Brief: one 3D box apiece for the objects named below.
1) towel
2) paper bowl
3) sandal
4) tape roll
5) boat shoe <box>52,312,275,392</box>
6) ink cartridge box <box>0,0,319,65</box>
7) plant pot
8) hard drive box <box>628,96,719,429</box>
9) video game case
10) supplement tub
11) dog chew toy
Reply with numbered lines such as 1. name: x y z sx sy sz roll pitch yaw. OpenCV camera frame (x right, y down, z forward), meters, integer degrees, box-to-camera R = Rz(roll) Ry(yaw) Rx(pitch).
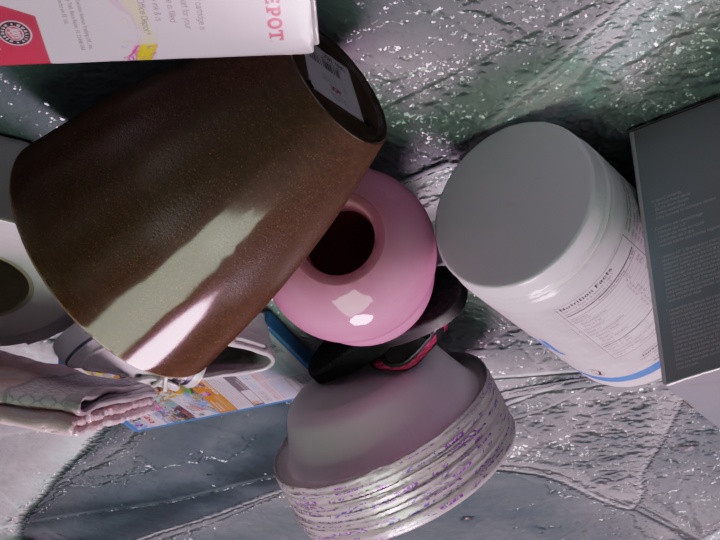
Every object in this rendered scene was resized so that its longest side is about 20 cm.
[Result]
1. towel: -0.268 0.084 1.290 0.190 0.032 0.200 11 -178 10
2. paper bowl: 0.020 0.130 1.425 0.200 0.201 0.105 -18 108 26
3. sandal: 0.031 0.052 1.381 0.045 0.075 0.200 42 143 -14
4. tape roll: -0.287 -0.018 1.240 0.202 0.071 0.203 -2 150 -1
5. boat shoe: -0.143 0.059 1.325 0.200 0.065 0.074 -8 151 -44
6. ink cartridge box: -0.126 -0.187 0.935 0.199 0.086 0.148 -3 150 -1
7. plant pot: -0.088 -0.063 1.094 0.200 0.187 0.187 -37 138 24
8. hard drive box: 0.264 0.006 1.192 0.077 0.201 0.156 -20 146 29
9. video game case: -0.142 0.091 1.498 0.199 0.018 0.143 -13 150 17
10. supplement tub: 0.157 -0.007 1.231 0.132 0.132 0.200 -20 145 29
11. dog chew toy: 0.000 0.000 1.248 0.124 0.125 0.200 -7 166 8
